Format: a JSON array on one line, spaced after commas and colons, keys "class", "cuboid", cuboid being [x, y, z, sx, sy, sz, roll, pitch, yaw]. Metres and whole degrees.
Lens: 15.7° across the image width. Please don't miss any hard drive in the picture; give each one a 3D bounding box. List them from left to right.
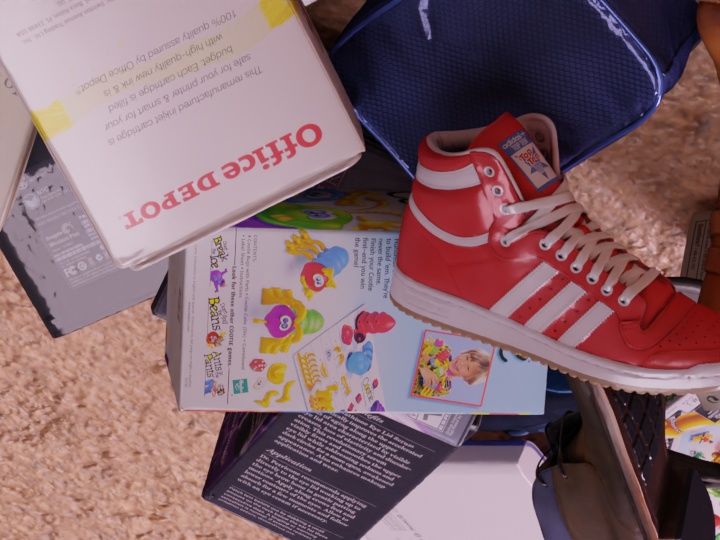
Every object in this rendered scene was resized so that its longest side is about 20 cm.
[{"class": "hard drive", "cuboid": [-0.171, -0.072, 1.544, 0.139, 0.033, 0.200, -22, 107, 21]}, {"class": "hard drive", "cuboid": [0.064, 0.163, 1.803, 0.200, 0.025, 0.132, -3, 139, 40]}]

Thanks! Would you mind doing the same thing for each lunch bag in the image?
[{"class": "lunch bag", "cuboid": [0.098, -0.137, 1.378, 0.136, 0.132, 0.200, 49, 132, -10]}]

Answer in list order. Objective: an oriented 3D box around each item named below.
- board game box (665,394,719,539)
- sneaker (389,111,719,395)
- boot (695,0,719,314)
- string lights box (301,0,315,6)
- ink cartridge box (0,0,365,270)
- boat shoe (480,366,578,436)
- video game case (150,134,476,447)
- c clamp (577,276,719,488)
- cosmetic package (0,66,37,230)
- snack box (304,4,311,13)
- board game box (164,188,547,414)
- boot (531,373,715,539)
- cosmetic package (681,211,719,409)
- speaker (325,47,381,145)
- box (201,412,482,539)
[{"class": "board game box", "cuboid": [0.228, 0.130, 1.731, 0.126, 0.035, 0.200, 28, 140, -14]}, {"class": "sneaker", "cuboid": [0.109, -0.013, 1.306, 0.200, 0.071, 0.113, 16, 115, 23]}, {"class": "boot", "cuboid": [0.200, -0.045, 1.341, 0.077, 0.155, 0.200, 22, 168, 33]}, {"class": "string lights box", "cuboid": [0.035, -0.225, 1.278, 0.200, 0.059, 0.103, -27, 121, 9]}, {"class": "ink cartridge box", "cuboid": [-0.105, -0.122, 1.325, 0.145, 0.083, 0.200, -25, 109, 6]}, {"class": "boat shoe", "cuboid": [0.138, 0.061, 1.660, 0.069, 0.084, 0.200, 30, 156, -29]}, {"class": "video game case", "cuboid": [0.000, 0.000, 1.492, 0.200, 0.019, 0.143, 24, 100, -15]}, {"class": "c clamp", "cuboid": [0.214, 0.070, 1.483, 0.171, 0.027, 0.200, 19, 139, -2]}, {"class": "cosmetic package", "cuboid": [-0.217, -0.133, 1.460, 0.105, 0.071, 0.200, 17, 110, -5]}, {"class": "snack box", "cuboid": [-0.111, -0.198, 1.373, 0.200, 0.053, 0.142, 22, 105, -12]}, {"class": "board game box", "cuboid": [-0.003, 0.015, 1.432, 0.200, 0.103, 0.105, 2, 104, -9]}, {"class": "boot", "cuboid": [0.128, 0.107, 1.492, 0.097, 0.075, 0.200, -5, 132, 27]}, {"class": "cosmetic package", "cuboid": [0.289, 0.014, 1.505, 0.200, 0.105, 0.071, -5, 137, 26]}, {"class": "speaker", "cuboid": [0.001, -0.070, 1.527, 0.200, 0.089, 0.088, 28, 140, -15]}, {"class": "box", "cuboid": [-0.001, 0.066, 1.643, 0.104, 0.148, 0.200, 26, 139, -13]}]
